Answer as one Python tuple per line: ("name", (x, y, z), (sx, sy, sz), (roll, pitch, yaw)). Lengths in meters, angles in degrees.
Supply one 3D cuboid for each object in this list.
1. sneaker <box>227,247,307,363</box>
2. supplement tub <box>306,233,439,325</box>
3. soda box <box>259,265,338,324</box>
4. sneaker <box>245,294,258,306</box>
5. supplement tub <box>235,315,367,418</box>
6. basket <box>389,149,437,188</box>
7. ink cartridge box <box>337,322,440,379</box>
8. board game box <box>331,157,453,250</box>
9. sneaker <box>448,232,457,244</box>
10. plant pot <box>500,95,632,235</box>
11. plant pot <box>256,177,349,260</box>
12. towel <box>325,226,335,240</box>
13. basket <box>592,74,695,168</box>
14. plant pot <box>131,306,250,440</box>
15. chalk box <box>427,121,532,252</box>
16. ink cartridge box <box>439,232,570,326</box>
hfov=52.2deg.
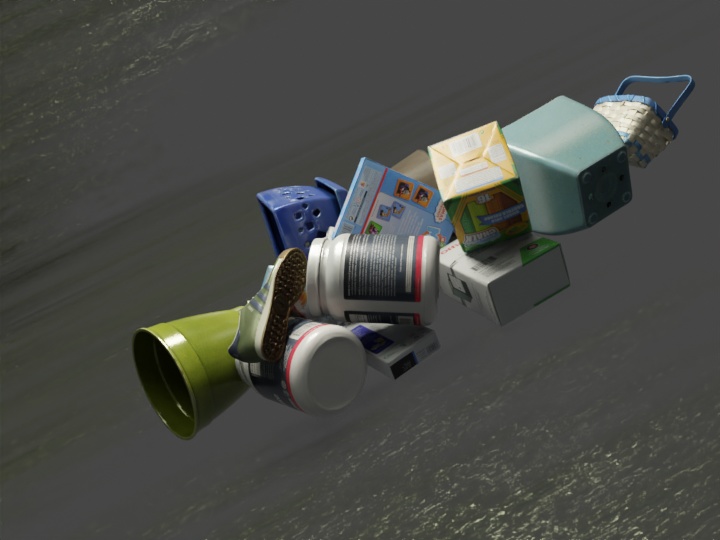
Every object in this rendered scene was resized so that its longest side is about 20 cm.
("sneaker", (-0.149, 0.054, 1.130), (0.089, 0.067, 0.201), (-13, 47, 33))
("supplement tub", (0.024, 0.014, 1.165), (0.198, 0.142, 0.141), (2, 28, 8))
("soda box", (-0.102, 0.063, 1.268), (0.068, 0.200, 0.064), (7, 67, 21))
("sneaker", (-0.172, 0.090, 1.358), (0.082, 0.070, 0.200), (-22, -16, -35))
("supplement tub", (-0.097, 0.146, 1.165), (0.140, 0.141, 0.199), (-38, 26, -30))
("basket", (0.084, -0.156, 1.635), (0.199, 0.137, 0.181), (-29, 51, -13))
("ink cartridge box", (0.038, 0.115, 1.233), (0.099, 0.039, 0.200), (-32, 25, -20))
("board game box", (0.067, -0.090, 1.301), (0.037, 0.199, 0.152), (-153, 85, -78))
("sneaker", (0.154, -0.043, 1.423), (0.088, 0.082, 0.199), (-33, 32, -24))
("plant pot", (0.385, -0.178, 1.354), (0.195, 0.197, 0.200), (-30, 33, -16))
("plant pot", (-0.107, -0.095, 1.647), (0.179, 0.202, 0.200), (-22, 21, -14))
("towel", (0.000, 0.000, 1.349), (0.200, 0.164, 0.086), (-93, 26, -74))
("basket", (0.560, -0.313, 1.496), (0.201, 0.139, 0.176), (-59, 28, -3))
("plant pot", (-0.258, 0.155, 1.270), (0.192, 0.202, 0.200), (-26, 20, -36))
("chalk box", (0.203, -0.120, 1.212), (0.124, 0.200, 0.125), (-19, 55, 12))
("ink cartridge box", (0.230, -0.002, 1.238), (0.145, 0.085, 0.200), (-28, 23, -13))
